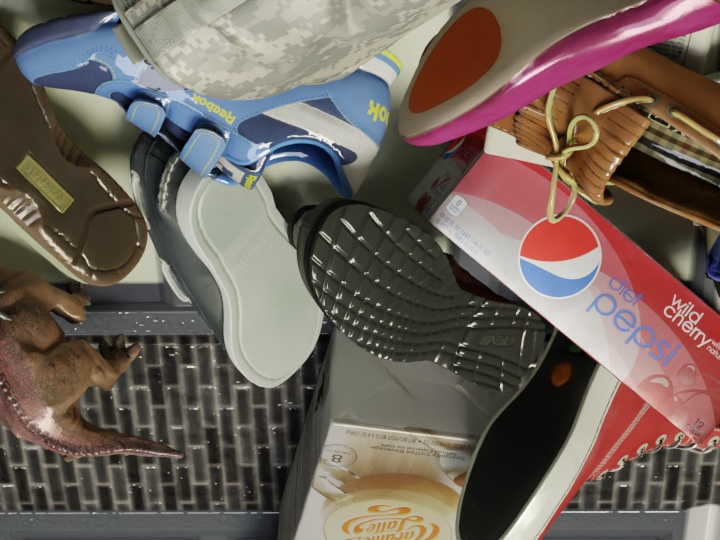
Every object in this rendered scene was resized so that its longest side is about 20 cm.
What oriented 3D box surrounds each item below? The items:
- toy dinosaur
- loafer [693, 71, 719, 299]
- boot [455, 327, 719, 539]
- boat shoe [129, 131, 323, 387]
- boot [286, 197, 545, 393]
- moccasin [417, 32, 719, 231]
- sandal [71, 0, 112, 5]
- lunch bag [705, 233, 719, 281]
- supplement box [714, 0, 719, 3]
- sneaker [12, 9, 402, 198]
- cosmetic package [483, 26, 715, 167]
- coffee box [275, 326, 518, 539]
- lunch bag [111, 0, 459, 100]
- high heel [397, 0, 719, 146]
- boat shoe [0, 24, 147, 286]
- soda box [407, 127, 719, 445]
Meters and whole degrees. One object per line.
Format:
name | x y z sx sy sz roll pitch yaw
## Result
toy dinosaur | -0.192 0.048 1.554 0.086 0.200 0.136 -41 171 10
loafer | 0.218 -0.031 1.510 0.075 0.070 0.200 -9 140 12
boot | 0.149 0.104 1.605 0.144 0.200 0.072 35 174 -37
boat shoe | -0.073 -0.010 1.551 0.060 0.076 0.200 32 154 32
boot | 0.000 0.000 1.491 0.200 0.130 0.068 32 90 -49
moccasin | 0.122 -0.063 1.337 0.201 0.078 0.074 24 141 -5
sandal | -0.152 -0.184 1.330 0.081 0.055 0.200 17 161 20
lunch bag | 0.304 -0.026 1.453 0.170 0.128 0.200 25 130 -36
supplement box | 0.187 -0.219 1.177 0.199 0.198 0.133 23 136 -25
sneaker | -0.080 -0.087 1.422 0.199 0.083 0.074 7 176 -5
cosmetic package | 0.125 -0.137 1.369 0.105 0.071 0.200 13 141 2
coffee box | 0.019 0.126 1.698 0.114 0.080 0.200 8 141 -7
lunch bag | -0.002 -0.164 1.218 0.200 0.168 0.140 -28 102 31
high heel | 0.111 -0.103 1.281 0.200 0.068 0.096 -34 134 31
boat shoe | -0.197 -0.070 1.473 0.076 0.072 0.200 16 146 55
soda box | 0.122 0.005 1.496 0.200 0.070 0.063 39 92 -15
